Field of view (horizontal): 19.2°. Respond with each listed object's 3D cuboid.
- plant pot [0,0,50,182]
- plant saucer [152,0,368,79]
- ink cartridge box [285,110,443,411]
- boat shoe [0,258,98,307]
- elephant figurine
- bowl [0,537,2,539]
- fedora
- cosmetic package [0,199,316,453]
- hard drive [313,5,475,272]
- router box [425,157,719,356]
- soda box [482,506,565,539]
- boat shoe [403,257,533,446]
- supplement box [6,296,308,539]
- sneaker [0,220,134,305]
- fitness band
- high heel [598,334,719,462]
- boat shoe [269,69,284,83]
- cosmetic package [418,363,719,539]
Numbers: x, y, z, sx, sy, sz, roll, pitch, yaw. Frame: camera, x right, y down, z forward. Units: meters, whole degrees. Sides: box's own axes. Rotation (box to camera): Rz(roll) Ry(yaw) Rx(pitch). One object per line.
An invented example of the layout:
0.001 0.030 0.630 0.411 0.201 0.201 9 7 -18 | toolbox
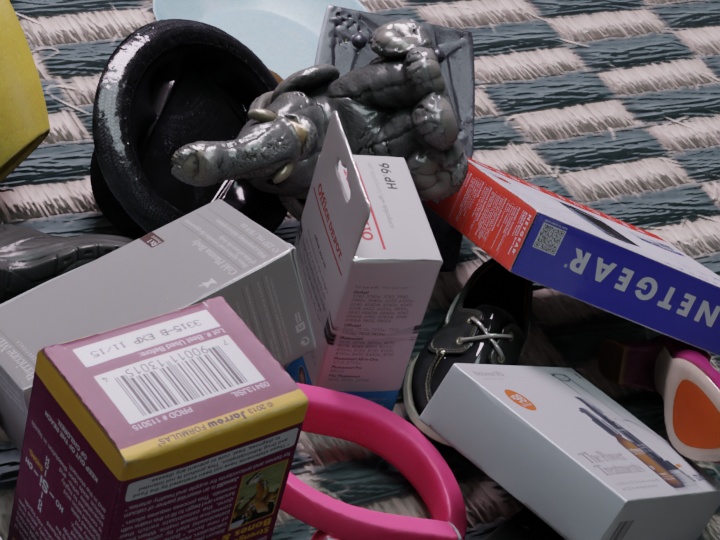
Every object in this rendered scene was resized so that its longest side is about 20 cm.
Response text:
-0.310 -0.121 1.547 0.142 0.200 0.200 48 41 -4 | plant pot
-0.082 -0.199 1.822 0.201 0.039 0.201 11 39 -9 | plant saucer
0.000 0.000 1.480 0.068 0.200 0.116 1 41 -19 | ink cartridge box
-0.185 0.031 1.444 0.200 0.064 0.071 -25 7 -9 | boat shoe
-0.030 -0.099 1.561 0.200 0.155 0.142 -18 46 4 | elephant figurine
-0.323 0.180 1.245 0.200 0.075 0.200 -21 51 -37 | bowl
-0.140 -0.090 1.599 0.200 0.092 0.201 21 58 -37 | fedora
-0.141 0.044 1.365 0.200 0.090 0.107 -27 34 -24 | cosmetic package
0.019 -0.100 1.662 0.135 0.042 0.200 9 73 -14 | hard drive
0.170 -0.013 1.586 0.200 0.049 0.179 21 9 -24 | router box
0.078 0.224 1.349 0.071 0.063 0.200 37 43 22 | soda box
0.082 0.056 1.541 0.072 0.068 0.200 26 34 3 | boat shoe
-0.126 0.132 1.274 0.131 0.200 0.103 -16 49 -35 | supplement box
-0.238 -0.004 1.505 0.200 0.076 0.091 -2 31 -29 | sneaker
-0.009 0.132 1.393 0.200 0.037 0.144 16 31 -42 | fitness band
0.256 0.089 1.532 0.096 0.067 0.200 5 18 -23 | high heel
-0.050 -0.109 1.707 0.200 0.070 0.070 22 74 -7 | boat shoe
0.148 0.125 1.438 0.151 0.052 0.200 36 13 25 | cosmetic package
